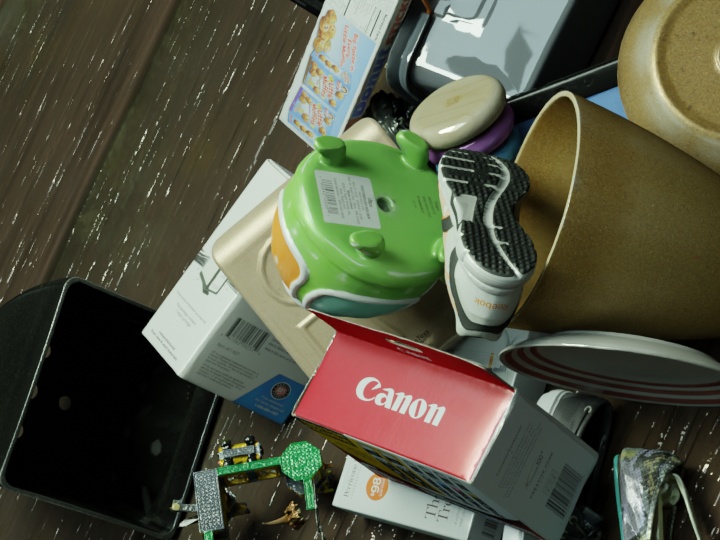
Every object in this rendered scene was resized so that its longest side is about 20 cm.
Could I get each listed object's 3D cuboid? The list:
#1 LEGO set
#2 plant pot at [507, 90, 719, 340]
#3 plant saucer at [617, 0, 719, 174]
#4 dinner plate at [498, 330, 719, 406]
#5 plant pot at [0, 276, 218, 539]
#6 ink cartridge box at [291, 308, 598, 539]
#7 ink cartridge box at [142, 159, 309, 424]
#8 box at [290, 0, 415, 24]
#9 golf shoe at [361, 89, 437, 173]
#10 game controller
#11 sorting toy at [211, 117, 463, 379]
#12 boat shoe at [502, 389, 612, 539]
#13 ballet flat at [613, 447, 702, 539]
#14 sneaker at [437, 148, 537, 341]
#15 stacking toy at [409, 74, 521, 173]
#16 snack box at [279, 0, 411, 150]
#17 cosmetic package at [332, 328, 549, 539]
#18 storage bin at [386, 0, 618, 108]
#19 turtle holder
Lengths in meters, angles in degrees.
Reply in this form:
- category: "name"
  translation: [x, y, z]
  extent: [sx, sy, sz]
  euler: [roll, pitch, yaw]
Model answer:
- category: "LEGO set"
  translation: [-0.079, 0.256, 1.658]
  extent: [0.153, 0.116, 0.200]
  euler: [-17, 61, -2]
- category: "plant pot"
  translation: [0.221, -0.019, 1.450]
  extent: [0.186, 0.199, 0.187]
  euler: [-163, 90, -79]
- category: "plant saucer"
  translation: [0.306, -0.167, 1.505]
  extent: [0.199, 0.035, 0.201]
  euler: [-2, 75, 8]
- category: "dinner plate"
  translation: [0.205, 0.073, 1.430]
  extent: [0.200, 0.200, 0.024]
  euler: [2, 76, 38]
- category: "plant pot"
  translation: [-0.275, 0.124, 1.794]
  extent: [0.177, 0.200, 0.200]
  euler: [5, 75, 50]
- category: "ink cartridge box"
  translation: [0.053, 0.120, 1.467]
  extent: [0.200, 0.176, 0.084]
  euler: [16, 73, 44]
- category: "ink cartridge box"
  translation: [-0.077, 0.021, 1.705]
  extent: [0.200, 0.146, 0.084]
  euler: [-53, 44, 6]
- category: "box"
  translation: [0.025, -0.331, 1.734]
  extent: [0.141, 0.079, 0.201]
  euler: [10, 82, 35]
- category: "golf shoe"
  translation: [0.034, -0.066, 1.714]
  extent: [0.094, 0.078, 0.200]
  euler: [-42, 44, 31]
- category: "game controller"
  translation: [0.187, -0.114, 1.584]
  extent: [0.199, 0.042, 0.105]
  euler: [-20, 100, 18]
- category: "sorting toy"
  translation: [0.000, 0.000, 1.607]
  extent: [0.185, 0.036, 0.200]
  euler: [-39, 86, 6]
- category: "boat shoe"
  translation: [0.165, 0.192, 1.505]
  extent: [0.066, 0.070, 0.201]
  euler: [-3, 62, 38]
- category: "ballet flat"
  translation: [0.229, 0.232, 1.436]
  extent: [0.072, 0.072, 0.201]
  euler: [-11, 66, 34]
- category: "sneaker"
  translation: [0.087, -0.024, 1.420]
  extent: [0.200, 0.073, 0.080]
  euler: [-85, 8, -57]
- category: "stacking toy"
  translation: [0.120, -0.062, 1.567]
  extent: [0.085, 0.200, 0.085]
  euler: [-24, 29, 14]
- category: "snack box"
  translation: [-0.013, -0.197, 1.689]
  extent: [0.072, 0.024, 0.200]
  euler: [41, 128, 22]
- category: "cosmetic package"
  translation: [0.073, 0.127, 1.610]
  extent: [0.150, 0.052, 0.201]
  euler: [8, 76, 42]
- category: "storage bin"
  translation: [0.133, -0.223, 1.663]
  extent: [0.134, 0.145, 0.200]
  euler: [24, 87, 31]
- category: "turtle holder"
  translation: [0.011, -0.032, 1.510]
  extent: [0.141, 0.185, 0.132]
  euler: [53, 137, 14]
